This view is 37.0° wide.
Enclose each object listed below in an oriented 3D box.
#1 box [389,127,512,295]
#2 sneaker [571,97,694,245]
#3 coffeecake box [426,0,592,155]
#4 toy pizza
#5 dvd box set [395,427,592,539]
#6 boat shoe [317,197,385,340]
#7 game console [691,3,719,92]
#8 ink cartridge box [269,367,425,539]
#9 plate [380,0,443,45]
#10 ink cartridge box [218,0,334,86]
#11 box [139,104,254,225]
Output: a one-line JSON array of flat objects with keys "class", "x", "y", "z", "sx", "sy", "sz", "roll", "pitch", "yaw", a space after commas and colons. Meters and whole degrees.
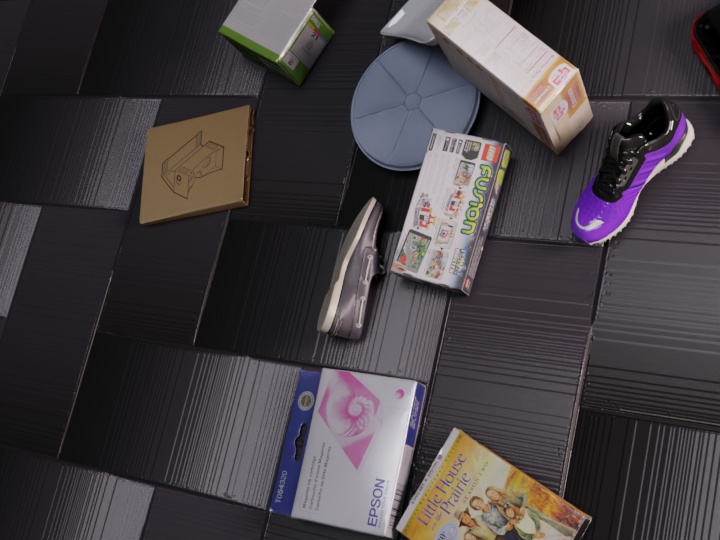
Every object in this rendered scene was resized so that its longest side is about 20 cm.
[{"class": "box", "x": 0.119, "y": -0.079, "z": 1.418, "sx": 0.109, "sy": 0.035, "sz": 0.203, "roll": 15, "pitch": 84, "yaw": 25}, {"class": "sneaker", "x": 0.316, "y": -0.129, "z": 1.306, "sx": 0.201, "sy": 0.099, "sz": 0.069, "roll": -51, "pitch": 54, "yaw": 2}, {"class": "coffeecake box", "x": 0.193, "y": -0.256, "z": 1.372, "sx": 0.073, "sy": 0.153, "sz": 0.200, "roll": -47, "pitch": 67, "yaw": 2}, {"class": "toy pizza", "x": 0.079, "y": -0.233, "z": 1.517, "sx": 0.197, "sy": 0.032, "sz": 0.204, "roll": -8, "pitch": 71, "yaw": 24}, {"class": "dvd box set", "x": 0.154, "y": 0.300, "z": 1.275, "sx": 0.199, "sy": 0.029, "sz": 0.148, "roll": 31, "pitch": 88, "yaw": 33}, {"class": "boat shoe", "x": 0.000, "y": 0.000, "z": 1.471, "sx": 0.062, "sy": 0.073, "sz": 0.203, "roll": 22, "pitch": 74, "yaw": -10}, {"class": "game console", "x": 0.512, "y": -0.267, "z": 1.298, "sx": 0.175, "sy": 0.031, "sz": 0.202, "roll": -27, "pitch": 61, "yaw": 12}, {"class": "ink cartridge box", "x": -0.025, "y": 0.231, "z": 1.395, "sx": 0.197, "sy": 0.043, "sz": 0.200, "roll": 4, "pitch": 74, "yaw": 28}, {"class": "plate", "x": 0.132, "y": -0.384, "z": 1.493, "sx": 0.200, "sy": 0.032, "sz": 0.199, "roll": -46, "pitch": 25, "yaw": -2}, {"class": "ink cartridge box", "x": -0.103, "y": -0.410, "z": 1.660, "sx": 0.147, "sy": 0.076, "sz": 0.202, "roll": 33, "pitch": 88, "yaw": 34}, {"class": "box", "x": -0.257, "y": -0.163, "z": 1.682, "sx": 0.197, "sy": 0.021, "sz": 0.166, "roll": -9, "pitch": 67, "yaw": 25}]
